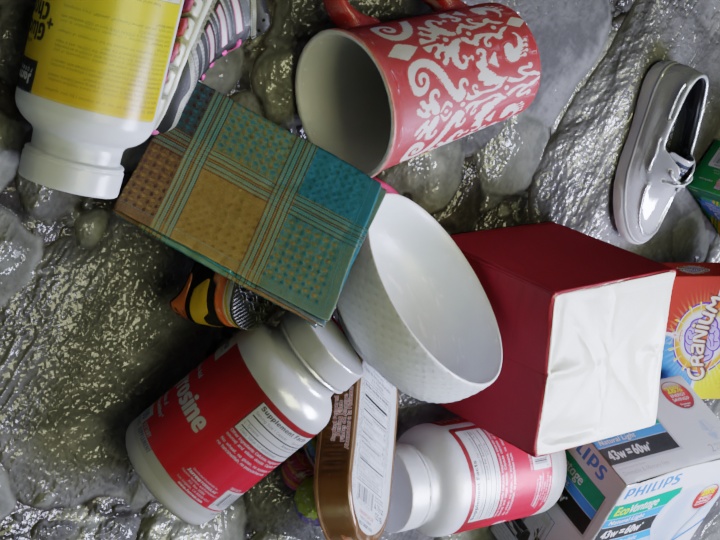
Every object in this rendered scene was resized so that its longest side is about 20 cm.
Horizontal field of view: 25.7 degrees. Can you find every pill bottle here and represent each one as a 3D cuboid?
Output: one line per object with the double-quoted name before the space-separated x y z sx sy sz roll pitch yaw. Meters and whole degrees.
"pill bottle" -0.098 0.120 1.370 0.200 0.113 0.112 -40 131 10
"pill bottle" -0.204 -0.163 1.222 0.111 0.112 0.202 8 101 -40
"pill bottle" 0.103 0.206 1.599 0.199 0.112 0.113 -5 110 -37

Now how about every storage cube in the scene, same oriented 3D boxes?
"storage cube" 0.183 0.064 1.575 0.199 0.179 0.173 -9 112 -37

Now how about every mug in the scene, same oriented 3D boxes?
"mug" 0.058 -0.190 1.413 0.199 0.133 0.179 -20 119 -37

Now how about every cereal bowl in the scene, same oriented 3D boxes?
"cereal bowl" 0.039 0.035 1.423 0.083 0.201 0.200 -33 137 26

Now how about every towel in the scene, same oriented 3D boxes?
"towel" -0.089 -0.058 1.320 0.199 0.022 0.147 28 65 -6

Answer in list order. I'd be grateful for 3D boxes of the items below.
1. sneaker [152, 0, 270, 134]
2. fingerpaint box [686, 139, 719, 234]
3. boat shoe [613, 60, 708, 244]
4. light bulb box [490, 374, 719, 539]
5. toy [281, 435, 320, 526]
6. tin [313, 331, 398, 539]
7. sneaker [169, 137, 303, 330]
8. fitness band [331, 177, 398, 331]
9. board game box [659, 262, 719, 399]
"sneaker" -0.121 -0.199 1.300 0.087 0.074 0.201 23 86 -35
"fingerpaint box" 0.486 -0.050 1.761 0.074 0.199 0.167 -53 131 -10
"boat shoe" 0.329 -0.122 1.695 0.072 0.068 0.202 9 101 -40
"light bulb box" 0.278 0.239 1.713 0.197 0.125 0.201 -8 135 -37
"toy" -0.048 0.195 1.493 0.047 0.115 0.201 -17 120 -9
"tin" -0.001 0.152 1.439 0.112 0.041 0.202 55 37 -60
"sneaker" -0.105 -0.039 1.381 0.070 0.089 0.201 58 43 -45
"fitness band" 0.000 0.000 1.502 0.144 0.037 0.201 -46 130 -19
"board game box" 0.388 0.068 1.756 0.198 0.040 0.154 -1 113 4
